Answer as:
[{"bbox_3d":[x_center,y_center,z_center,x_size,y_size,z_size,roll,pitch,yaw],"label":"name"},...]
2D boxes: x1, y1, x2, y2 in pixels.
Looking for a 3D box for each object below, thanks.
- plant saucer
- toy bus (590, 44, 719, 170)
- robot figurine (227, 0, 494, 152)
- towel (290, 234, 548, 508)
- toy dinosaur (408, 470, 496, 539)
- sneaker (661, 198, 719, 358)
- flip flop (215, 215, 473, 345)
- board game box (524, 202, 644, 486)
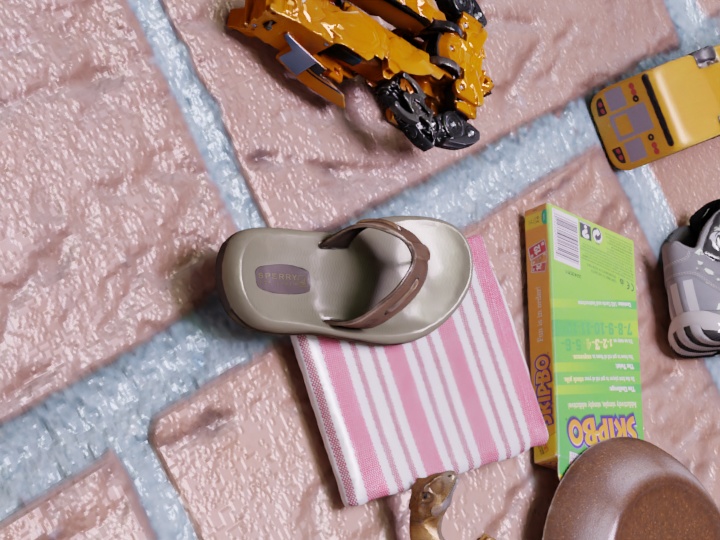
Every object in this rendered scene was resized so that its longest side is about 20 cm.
[{"bbox_3d":[0.195,0.208,1.661,0.200,0.037,0.201,14,71,-45],"label":"plant saucer"},{"bbox_3d":[0.260,-0.130,1.875,0.200,0.078,0.065,-21,89,-50],"label":"toy bus"},{"bbox_3d":[0.007,-0.157,1.619,0.200,0.058,0.145,30,53,-36],"label":"robot figurine"},{"bbox_3d":[0.032,0.061,1.576,0.200,0.030,0.147,-13,82,-47],"label":"towel"},{"bbox_3d":[0.055,0.224,1.517,0.106,0.060,0.201,7,70,-28],"label":"toy dinosaur"},{"bbox_3d":[0.292,0.002,1.857,0.200,0.075,0.116,3,69,-47],"label":"sneaker"},{"bbox_3d":[0.000,0.000,1.504,0.200,0.058,0.081,2,73,-45],"label":"flip flop"},{"bbox_3d":[0.153,0.061,1.709,0.095,0.030,0.201,21,56,-42],"label":"board game box"}]
